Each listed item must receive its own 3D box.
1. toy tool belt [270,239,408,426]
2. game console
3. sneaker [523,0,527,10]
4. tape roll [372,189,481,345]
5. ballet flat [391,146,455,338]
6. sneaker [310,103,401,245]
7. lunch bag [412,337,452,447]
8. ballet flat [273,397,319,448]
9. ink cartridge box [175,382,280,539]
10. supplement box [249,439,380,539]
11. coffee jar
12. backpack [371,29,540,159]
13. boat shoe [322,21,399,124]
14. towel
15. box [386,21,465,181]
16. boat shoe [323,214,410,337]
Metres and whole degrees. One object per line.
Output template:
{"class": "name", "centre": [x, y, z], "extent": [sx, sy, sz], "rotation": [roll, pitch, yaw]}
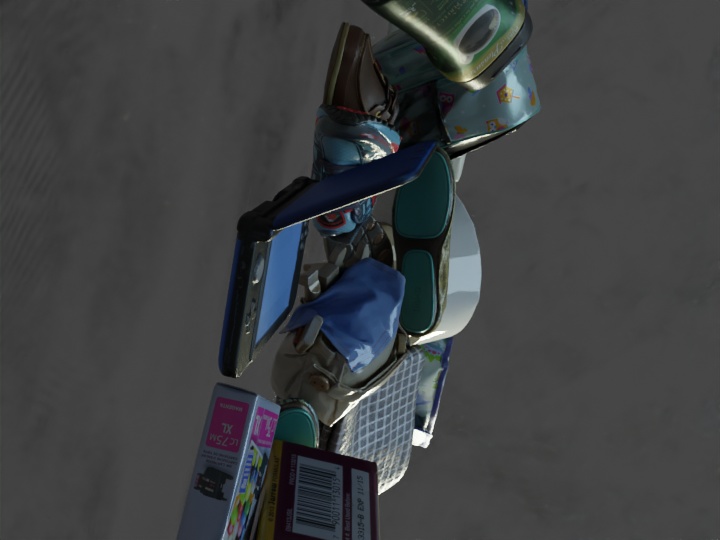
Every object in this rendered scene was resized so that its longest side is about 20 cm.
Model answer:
{"class": "toy tool belt", "centre": [-0.007, 0.038, 0.891], "extent": [0.201, 0.124, 0.124], "rotation": [-54, 160, -42]}
{"class": "game console", "centre": [-0.019, -0.016, 0.724], "extent": [0.200, 0.117, 0.173], "rotation": [-55, 157, -74]}
{"class": "sneaker", "centre": [0.149, -0.305, 1.011], "extent": [0.067, 0.078, 0.200], "rotation": [-62, 174, 14]}
{"class": "tape roll", "centre": [0.057, -0.011, 1.144], "extent": [0.202, 0.070, 0.205], "rotation": [24, -61, 52]}
{"class": "ballet flat", "centre": [0.069, -0.031, 1.010], "extent": [0.071, 0.070, 0.203], "rotation": [-27, 121, -82]}
{"class": "sneaker", "centre": [-0.010, -0.079, 0.875], "extent": [0.200, 0.078, 0.097], "rotation": [83, 23, -73]}
{"class": "lunch bag", "centre": [0.030, 0.154, 1.302], "extent": [0.128, 0.168, 0.202], "rotation": [-71, 173, -50]}
{"class": "ballet flat", "centre": [-0.081, 0.188, 0.881], "extent": [0.074, 0.073, 0.202], "rotation": [-66, 169, -62]}
{"class": "ink cartridge box", "centre": [-0.106, 0.192, 0.709], "extent": [0.119, 0.041, 0.203], "rotation": [74, 31, -77]}
{"class": "supplement box", "centre": [-0.057, 0.271, 0.812], "extent": [0.131, 0.102, 0.202], "rotation": [-92, -162, -61]}
{"class": "coffee jar", "centre": [0.078, -0.248, 0.864], "extent": [0.104, 0.086, 0.199], "rotation": [-45, 144, 13]}
{"class": "backpack", "centre": [0.096, -0.204, 1.046], "extent": [0.176, 0.197, 0.155], "rotation": [-63, 143, -68]}
{"class": "boat shoe", "centre": [0.005, -0.163, 0.888], "extent": [0.200, 0.067, 0.073], "rotation": [86, 18, -70]}
{"class": "towel", "centre": [-0.011, 0.169, 1.002], "extent": [0.165, 0.085, 0.202], "rotation": [-20, 129, -45]}
{"class": "box", "centre": [0.099, -0.258, 1.296], "extent": [0.201, 0.129, 0.201], "rotation": [-69, 169, -60]}
{"class": "boat shoe", "centre": [0.000, 0.000, 1.048], "extent": [0.073, 0.074, 0.201], "rotation": [42, -20, 54]}
